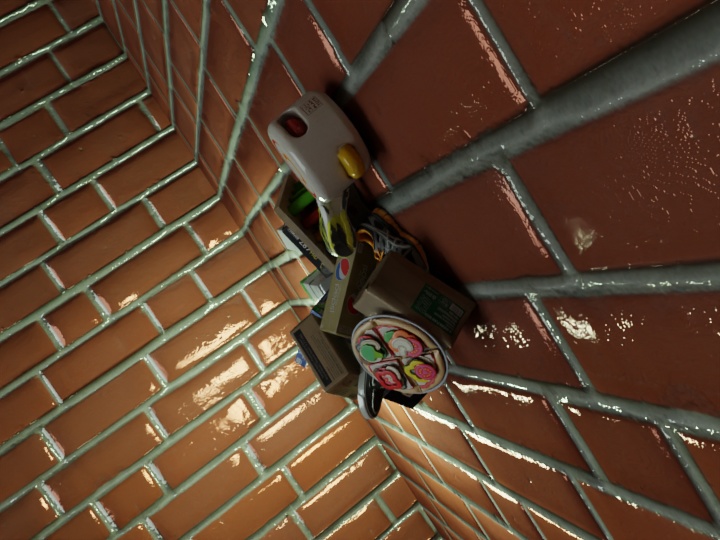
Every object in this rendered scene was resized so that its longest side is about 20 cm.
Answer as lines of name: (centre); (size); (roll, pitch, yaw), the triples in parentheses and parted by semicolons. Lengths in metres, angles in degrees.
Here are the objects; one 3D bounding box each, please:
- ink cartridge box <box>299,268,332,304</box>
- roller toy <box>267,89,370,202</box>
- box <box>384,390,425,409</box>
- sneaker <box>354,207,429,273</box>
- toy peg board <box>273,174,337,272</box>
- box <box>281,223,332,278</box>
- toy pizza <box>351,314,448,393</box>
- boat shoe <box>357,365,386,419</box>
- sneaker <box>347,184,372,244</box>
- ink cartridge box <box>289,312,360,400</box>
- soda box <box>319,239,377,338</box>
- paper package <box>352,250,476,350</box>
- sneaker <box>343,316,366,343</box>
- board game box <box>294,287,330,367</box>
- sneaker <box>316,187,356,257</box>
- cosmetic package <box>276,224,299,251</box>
ink cartridge box: (-0.066, 0.026, 1.845); (0.085, 0.145, 0.200); (56, 166, -12)
roller toy: (-0.072, -0.236, 1.282); (0.183, 0.139, 0.200); (51, 176, -8)
box: (0.081, 0.259, 1.836); (0.182, 0.104, 0.200); (48, -173, 33)
sneaker: (0.067, -0.042, 1.389); (0.200, 0.077, 0.079); (44, 160, 34)
toy peg board: (-0.087, -0.135, 1.583); (0.199, 0.097, 0.201); (46, -159, -21)
box: (-0.111, -0.091, 1.674); (0.162, 0.049, 0.201); (49, -160, -18)
toy pizza: (0.070, 0.168, 1.301); (0.198, 0.032, 0.202); (16, 133, 17)
boat shoe: (0.037, 0.232, 1.500); (0.063, 0.070, 0.203); (7, 100, 30)
sneaker: (-0.025, -0.121, 1.521); (0.201, 0.074, 0.106); (52, 166, 11)
ink cartridge box: (-0.060, 0.201, 1.560); (0.165, 0.075, 0.200); (54, -173, 24)
soda box: (-0.023, 0.040, 1.460); (0.063, 0.203, 0.067); (20, 171, -35)
paper package: (0.098, 0.069, 1.343); (0.199, 0.104, 0.191); (33, 166, 0)
sneaker: (-0.011, 0.082, 1.530); (0.070, 0.073, 0.201); (32, 127, 7)
board game box: (-0.097, 0.131, 1.692); (0.034, 0.136, 0.201); (29, 134, 10)
sneaker: (-0.064, -0.122, 1.428); (0.084, 0.073, 0.203); (162, 101, -67)
cosmetic package: (-0.162, -0.111, 1.959); (0.072, 0.101, 0.200); (59, 165, -14)
